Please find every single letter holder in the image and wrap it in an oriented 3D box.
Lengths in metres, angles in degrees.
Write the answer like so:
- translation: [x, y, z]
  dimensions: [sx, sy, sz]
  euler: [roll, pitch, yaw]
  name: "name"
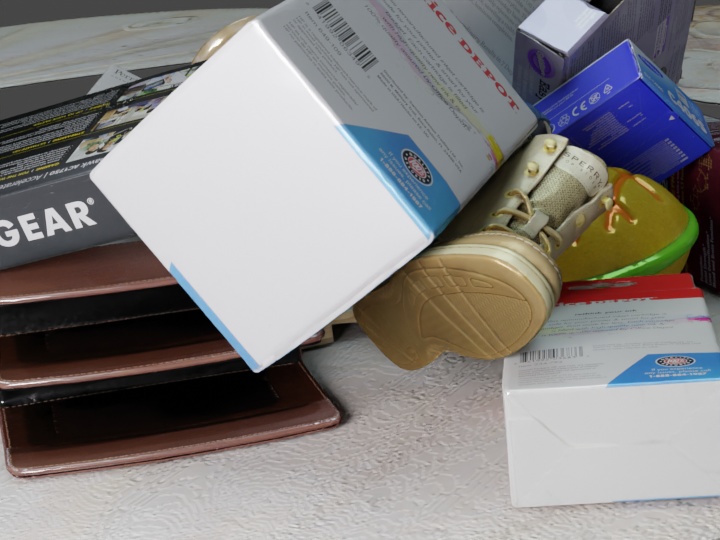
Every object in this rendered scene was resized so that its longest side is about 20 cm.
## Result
- translation: [-0.122, 0.047, 1.030]
  dimensions: [0.199, 0.101, 0.142]
  euler: [-8, 17, -13]
  name: "letter holder"

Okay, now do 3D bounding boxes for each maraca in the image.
- translation: [0.129, -0.008, 1.147]
  dimensions: [0.199, 0.107, 0.137]
  euler: [-17, 18, -1]
  name: "maraca"

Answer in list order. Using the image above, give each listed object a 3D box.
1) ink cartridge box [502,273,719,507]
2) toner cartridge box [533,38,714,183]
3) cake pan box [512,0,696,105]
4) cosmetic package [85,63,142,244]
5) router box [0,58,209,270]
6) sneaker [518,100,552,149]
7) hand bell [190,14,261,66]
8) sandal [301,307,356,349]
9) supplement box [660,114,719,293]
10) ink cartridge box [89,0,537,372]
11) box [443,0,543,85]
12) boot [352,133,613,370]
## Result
- translation: [0.140, 0.061, 0.952]
  dimensions: [0.116, 0.067, 0.200]
  euler: [-4, 15, 8]
  name: "ink cartridge box"
- translation: [0.140, -0.071, 1.211]
  dimensions: [0.200, 0.095, 0.043]
  euler: [-34, 42, 25]
  name: "toner cartridge box"
- translation: [0.184, -0.162, 1.279]
  dimensions: [0.052, 0.200, 0.184]
  euler: [32, 63, 22]
  name: "cake pan box"
- translation: [-0.198, -0.069, 1.351]
  dimensions: [0.107, 0.085, 0.200]
  euler: [26, 35, -3]
  name: "cosmetic package"
- translation: [-0.190, -0.059, 1.066]
  dimensions: [0.200, 0.051, 0.149]
  euler: [-13, 26, 22]
  name: "router box"
- translation: [0.058, -0.043, 1.112]
  dimensions: [0.077, 0.085, 0.200]
  euler: [27, -34, -13]
  name: "sneaker"
- translation: [-0.046, -0.098, 1.336]
  dimensions: [0.104, 0.104, 0.200]
  euler: [-14, 53, -32]
  name: "hand bell"
- translation: [0.004, 0.001, 1.214]
  dimensions: [0.211, 0.070, 0.078]
  euler: [-15, 18, -34]
  name: "sandal"
- translation: [0.263, -0.049, 1.248]
  dimensions: [0.061, 0.109, 0.200]
  euler: [-8, 15, -14]
  name: "supplement box"
- translation: [-0.019, -0.071, 0.971]
  dimensions: [0.146, 0.147, 0.200]
  euler: [-38, 4, 31]
  name: "ink cartridge box"
- translation: [0.042, -0.179, 1.281]
  dimensions: [0.106, 0.152, 0.200]
  euler: [-2, 56, 50]
  name: "box"
- translation: [0.090, -0.019, 0.960]
  dimensions: [0.155, 0.073, 0.200]
  euler: [-42, 4, -21]
  name: "boot"
